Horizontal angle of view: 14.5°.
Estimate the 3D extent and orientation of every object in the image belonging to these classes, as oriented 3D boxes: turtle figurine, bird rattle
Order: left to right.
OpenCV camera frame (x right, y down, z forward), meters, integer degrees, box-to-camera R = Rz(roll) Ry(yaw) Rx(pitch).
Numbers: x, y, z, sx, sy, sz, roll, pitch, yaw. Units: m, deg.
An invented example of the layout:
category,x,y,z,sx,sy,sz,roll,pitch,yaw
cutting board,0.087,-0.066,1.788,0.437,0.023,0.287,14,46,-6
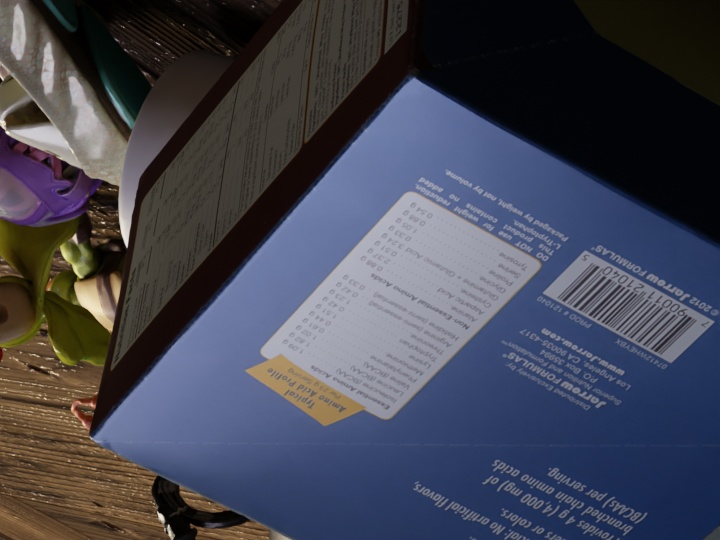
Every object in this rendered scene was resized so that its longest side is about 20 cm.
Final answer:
category,x,y,z,sx,sy,sz,roll,pitch,yaw
bird rattle,-0.220,0.042,1.468,0.163,0.200,0.113,-24,98,36
turtle figurine,-0.120,0.021,1.571,0.161,0.064,0.200,1,122,42

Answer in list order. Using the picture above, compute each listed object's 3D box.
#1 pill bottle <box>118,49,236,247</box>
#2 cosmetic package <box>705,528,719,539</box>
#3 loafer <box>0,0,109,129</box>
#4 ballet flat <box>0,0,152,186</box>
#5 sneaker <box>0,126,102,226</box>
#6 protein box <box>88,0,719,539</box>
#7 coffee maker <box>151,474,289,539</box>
category,x,y,z,sx,sy,sz,roll,pitch,yaw
pill bottle,0.010,-0.021,1.160,0.199,0.114,0.113,17,165,21
cosmetic package,0.227,0.163,1.411,0.107,0.085,0.200,30,135,-30
loafer,-0.192,-0.123,1.190,0.200,0.063,0.072,33,163,-35
ballet flat,-0.138,-0.091,1.178,0.062,0.068,0.200,-24,134,10
sneaker,-0.166,-0.064,1.354,0.088,0.081,0.200,17,171,2
protein box,0.047,-0.003,0.959,0.198,0.135,0.200,27,131,-19
coffee maker,0.006,0.133,1.219,0.191,0.135,0.200,-8,129,-9
